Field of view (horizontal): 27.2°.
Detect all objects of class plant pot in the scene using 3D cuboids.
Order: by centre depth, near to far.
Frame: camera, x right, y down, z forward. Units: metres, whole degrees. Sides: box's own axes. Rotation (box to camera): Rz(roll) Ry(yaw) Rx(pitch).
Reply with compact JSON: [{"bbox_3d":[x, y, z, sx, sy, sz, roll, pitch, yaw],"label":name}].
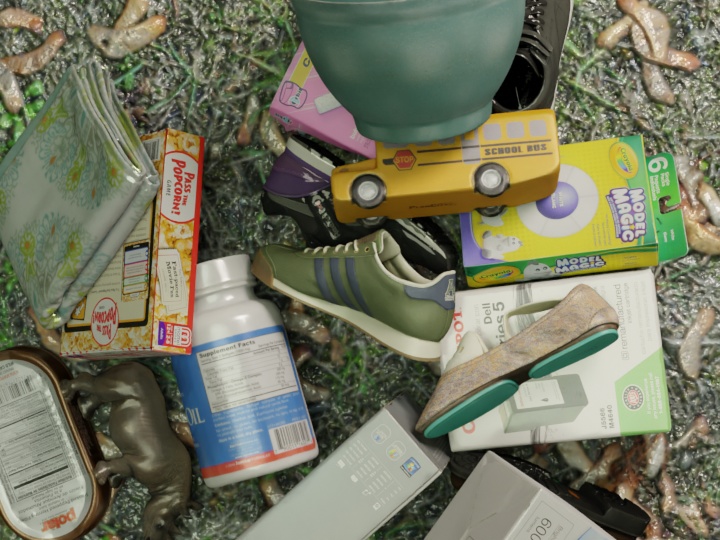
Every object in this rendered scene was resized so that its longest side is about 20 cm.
[{"bbox_3d":[0.046,-0.188,1.261,0.200,0.200,0.135,-4,113,9],"label":"plant pot"}]

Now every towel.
[{"bbox_3d":[-0.272,-0.073,1.379,0.200,0.048,0.171,-51,49,27],"label":"towel"}]

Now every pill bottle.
[{"bbox_3d":[-0.116,0.092,1.385,0.112,0.112,0.201,-16,85,9],"label":"pill bottle"}]

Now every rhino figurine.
[{"bbox_3d":[-0.208,0.180,1.428,0.087,0.060,0.200,-23,89,7],"label":"rhino figurine"}]

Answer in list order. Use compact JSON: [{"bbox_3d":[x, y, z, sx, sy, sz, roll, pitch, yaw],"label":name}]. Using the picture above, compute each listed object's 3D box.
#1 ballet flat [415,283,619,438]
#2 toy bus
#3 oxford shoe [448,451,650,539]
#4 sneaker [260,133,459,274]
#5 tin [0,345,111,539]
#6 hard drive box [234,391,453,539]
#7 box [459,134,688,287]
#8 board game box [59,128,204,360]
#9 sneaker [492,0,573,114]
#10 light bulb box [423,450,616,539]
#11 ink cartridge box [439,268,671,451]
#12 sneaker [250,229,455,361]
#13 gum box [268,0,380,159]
[{"bbox_3d":[0.127,0.074,1.294,0.200,0.068,0.067,-28,67,4],"label":"ballet flat"},{"bbox_3d":[0.074,-0.089,1.312,0.199,0.065,0.079,-5,74,2],"label":"toy bus"},{"bbox_3d":[0.161,0.223,1.340,0.200,0.073,0.085,24,101,-16],"label":"oxford shoe"},{"bbox_3d":[-0.003,-0.039,1.392,0.200,0.076,0.088,35,100,16],"label":"sneaker"},{"bbox_3d":[-0.319,0.172,1.457,0.112,0.042,0.200,-23,88,13],"label":"tin"},{"bbox_3d":[-0.016,0.208,1.350,0.200,0.156,0.077,-43,84,6],"label":"hard drive box"},{"bbox_3d":[0.190,-0.055,1.347,0.199,0.048,0.118,-7,63,7],"label":"box"},{"bbox_3d":[-0.213,-0.020,1.376,0.151,0.046,0.201,-5,78,46],"label":"board game box"},{"bbox_3d":[0.153,-0.220,1.345,0.070,0.099,0.201,4,90,10],"label":"sneaker"},{"bbox_3d":[0.142,0.294,1.240,0.200,0.125,0.198,37,88,-17],"label":"light bulb box"},{"bbox_3d":[0.173,0.081,1.354,0.199,0.084,0.146,-7,89,10],"label":"ink cartridge box"},{"bbox_3d":[0.000,0.000,1.334,0.200,0.067,0.090,27,107,22],"label":"sneaker"},{"bbox_3d":[0.009,-0.202,1.382,0.113,0.066,0.200,27,94,4],"label":"gum box"}]
